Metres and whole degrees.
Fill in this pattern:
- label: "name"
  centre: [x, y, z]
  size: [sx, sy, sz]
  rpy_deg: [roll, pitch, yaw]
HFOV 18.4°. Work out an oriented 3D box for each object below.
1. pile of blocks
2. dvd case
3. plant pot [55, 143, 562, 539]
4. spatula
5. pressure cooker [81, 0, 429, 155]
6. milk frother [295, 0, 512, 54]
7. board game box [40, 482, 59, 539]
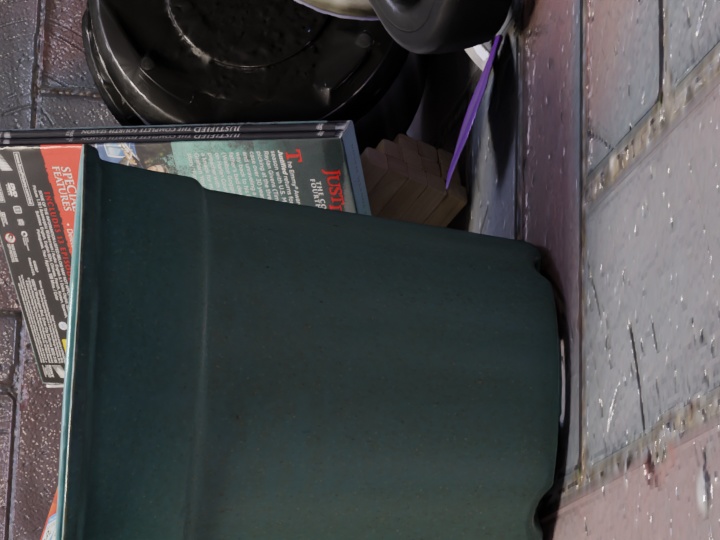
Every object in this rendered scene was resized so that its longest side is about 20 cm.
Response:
- label: "pile of blocks"
  centre: [0.000, 0.000, 1.161]
  size: [0.062, 0.081, 0.201]
  rpy_deg: [-96, 12, -47]
- label: "dvd case"
  centre: [-0.086, -0.005, 1.117]
  size: [0.022, 0.198, 0.147]
  rpy_deg: [-59, -37, -53]
- label: "plant pot"
  centre: [-0.026, 0.056, 0.926]
  size: [0.200, 0.194, 0.202]
  rpy_deg: [-176, 90, -81]
- label: "spatula"
  centre: [0.050, -0.125, 1.076]
  size: [0.057, 0.020, 0.201]
  rpy_deg: [111, 163, -45]
- label: "pressure cooker"
  centre: [-0.047, -0.124, 1.191]
  size: [0.177, 0.178, 0.200]
  rpy_deg: [-61, -8, -5]
- label: "milk frother"
  centre: [-0.023, -0.196, 0.974]
  size: [0.189, 0.198, 0.182]
  rpy_deg: [110, 158, -51]
- label: "board game box"
  centre: [-0.089, 0.080, 1.233]
  size: [0.105, 0.103, 0.201]
  rpy_deg: [-30, 37, 50]
